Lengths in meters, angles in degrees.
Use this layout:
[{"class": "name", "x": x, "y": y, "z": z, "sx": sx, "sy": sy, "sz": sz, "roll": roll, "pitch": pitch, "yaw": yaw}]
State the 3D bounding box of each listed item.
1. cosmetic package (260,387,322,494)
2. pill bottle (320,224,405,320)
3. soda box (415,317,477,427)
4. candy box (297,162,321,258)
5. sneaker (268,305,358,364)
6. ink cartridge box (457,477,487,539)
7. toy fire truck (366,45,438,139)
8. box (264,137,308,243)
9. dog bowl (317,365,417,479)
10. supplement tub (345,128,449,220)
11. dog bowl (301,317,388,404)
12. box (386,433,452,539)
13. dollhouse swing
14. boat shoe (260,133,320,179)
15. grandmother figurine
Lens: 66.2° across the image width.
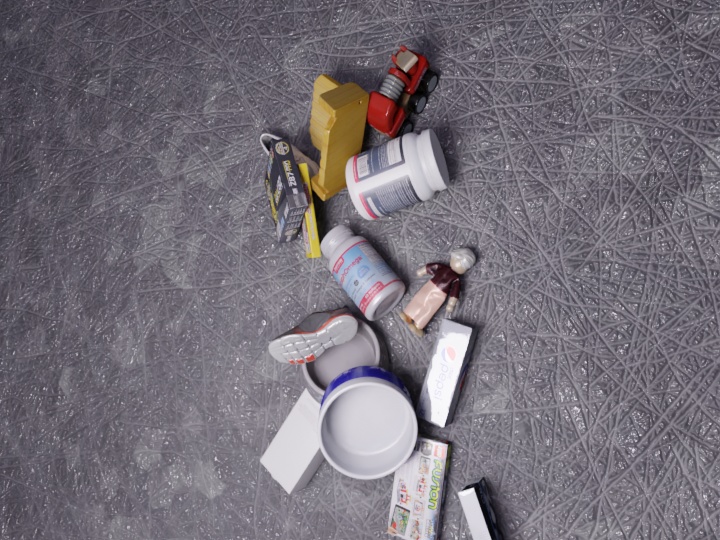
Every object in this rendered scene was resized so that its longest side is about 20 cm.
[{"class": "cosmetic package", "x": -0.121, "y": 0.371, "z": 1.222, "sx": 0.107, "sy": 0.084, "sz": 0.203, "roll": 38, "pitch": 100, "yaw": 24}, {"class": "pill bottle", "x": 0.000, "y": 0.000, "z": 1.199, "sx": 0.109, "sy": 0.108, "sz": 0.201, "roll": -46, "pitch": 68, "yaw": 12}, {"class": "soda box", "x": 0.175, "y": 0.205, "z": 1.117, "sx": 0.066, "sy": 0.063, "sz": 0.207, "roll": 16, "pitch": 90, "yaw": 25}, {"class": "candy box", "x": -0.122, "y": -0.132, "z": 1.256, "sx": 0.025, "sy": 0.102, "sz": 0.208, "roll": -9, "pitch": 93, "yaw": -10}, {"class": "sneaker", "x": -0.099, "y": 0.130, "z": 1.162, "sx": 0.193, "sy": 0.079, "sz": 0.083, "roll": -18, "pitch": 33, "yaw": 1}, {"class": "ink cartridge box", "x": 0.240, "y": 0.502, "z": 1.030, "sx": 0.038, "sy": 0.099, "sz": 0.207, "roll": -22, "pitch": 76, "yaw": 18}, {"class": "toy fire truck", "x": 0.079, "y": -0.384, "z": 1.160, "sx": 0.127, "sy": 0.199, "sz": 0.180, "roll": 33, "pitch": 97, "yaw": 24}, {"class": "box", "x": -0.174, "y": -0.176, "z": 1.265, "sx": 0.048, "sy": 0.200, "sz": 0.166, "roll": -14, "pitch": 76, "yaw": -19}, {"class": "dog bowl", "x": 0.013, "y": 0.296, "z": 1.083, "sx": 0.192, "sy": 0.079, "sz": 0.208, "roll": 0, "pitch": 105, "yaw": -1}, {"class": "supplement tub", "x": 0.078, "y": -0.203, "z": 1.170, "sx": 0.194, "sy": 0.139, "sz": 0.146, "roll": -17, "pitch": 77, "yaw": 21}, {"class": "dog bowl", "x": -0.038, "y": 0.191, "z": 1.179, "sx": 0.192, "sy": 0.059, "sz": 0.207, "roll": -5, "pitch": 62, "yaw": 9}, {"class": "box", "x": 0.120, "y": 0.444, "z": 1.128, "sx": 0.106, "sy": 0.035, "sz": 0.208, "roll": 7, "pitch": 86, "yaw": 25}, {"class": "dollhouse swing", "x": -0.087, "y": -0.306, "z": 1.211, "sx": 0.173, "sy": 0.181, "sz": 0.205, "roll": 30, "pitch": 132, "yaw": 21}, {"class": "boat shoe", "x": -0.172, "y": -0.263, "z": 1.335, "sx": 0.198, "sy": 0.065, "sz": 0.075, "roll": 36, "pitch": 98, "yaw": 24}, {"class": "grandmother figurine", "x": 0.163, "y": 0.034, "z": 1.150, "sx": 0.201, "sy": 0.060, "sz": 0.121, "roll": -49, "pitch": 66, "yaw": 9}]
